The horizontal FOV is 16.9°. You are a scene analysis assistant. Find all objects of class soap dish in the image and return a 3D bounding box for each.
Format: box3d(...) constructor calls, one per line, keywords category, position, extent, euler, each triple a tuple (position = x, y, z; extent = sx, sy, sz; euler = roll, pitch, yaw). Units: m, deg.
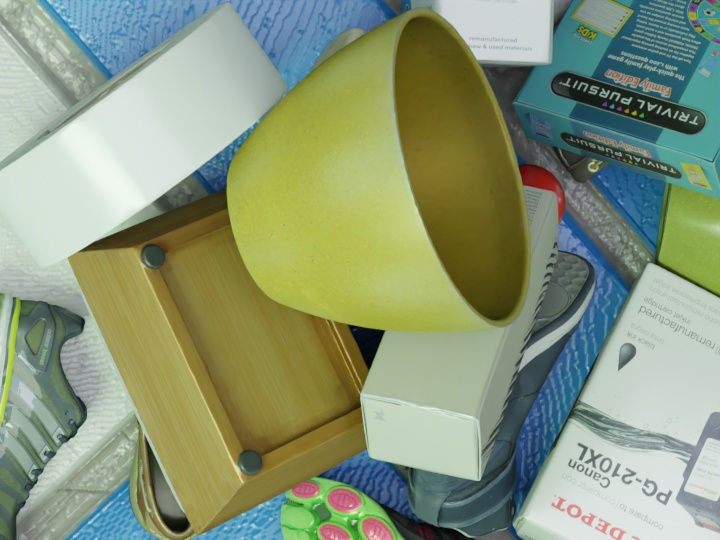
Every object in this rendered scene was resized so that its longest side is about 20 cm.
box3d(category="soap dish", position=(-0.080, 0.049, 1.577), extent=(0.157, 0.081, 0.201), euler=(-23, 87, -36))

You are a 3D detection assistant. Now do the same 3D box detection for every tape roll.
box3d(category="tape roll", position=(-0.146, -0.087, 1.554), extent=(0.202, 0.202, 0.071), euler=(-37, 100, -5))

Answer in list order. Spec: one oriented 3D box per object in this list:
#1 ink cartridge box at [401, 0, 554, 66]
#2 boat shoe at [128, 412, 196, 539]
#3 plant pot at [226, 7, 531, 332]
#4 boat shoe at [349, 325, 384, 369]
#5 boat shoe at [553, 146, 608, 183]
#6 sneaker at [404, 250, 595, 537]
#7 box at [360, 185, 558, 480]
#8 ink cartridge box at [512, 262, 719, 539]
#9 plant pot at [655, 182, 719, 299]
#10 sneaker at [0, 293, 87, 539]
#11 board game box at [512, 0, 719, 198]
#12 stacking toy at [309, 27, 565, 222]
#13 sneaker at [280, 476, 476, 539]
box3d(category="ink cartridge box", position=(0.079, -0.237, 1.608), extent=(0.085, 0.146, 0.202), euler=(0, 93, -8))
box3d(category="boat shoe", position=(-0.119, 0.087, 1.633), extent=(0.075, 0.074, 0.202), euler=(-2, 94, -10))
box3d(category="plant pot", position=(0.002, -0.047, 1.496), extent=(0.141, 0.200, 0.201), euler=(-15, 97, 23))
box3d(category="boat shoe", position=(0.000, 0.000, 1.645), extent=(0.072, 0.072, 0.201), euler=(-22, 117, -13))
box3d(category="boat shoe", position=(0.221, -0.131, 1.680), extent=(0.201, 0.072, 0.061), euler=(-29, 100, -1))
box3d(category="sneaker", position=(0.095, 0.090, 1.666), extent=(0.077, 0.147, 0.202), euler=(24, 53, 28))
box3d(category="box", position=(0.067, 0.033, 1.570), extent=(0.082, 0.069, 0.201), euler=(12, 51, 15))
box3d(category="ink cartridge box", position=(0.213, 0.120, 1.659), extent=(0.144, 0.084, 0.201), euler=(27, 80, 4))
box3d(category="plant pot", position=(0.308, -0.033, 1.662), extent=(0.199, 0.187, 0.189), euler=(9, 92, 5))
box3d(category="sneaker", position=(-0.225, 0.114, 1.619), extent=(0.080, 0.074, 0.202), euler=(4, 95, -13))
box3d(category="board game box", position=(0.215, -0.159, 1.619), extent=(0.150, 0.047, 0.201), euler=(20, 68, 28))
box3d(category="stacking toy", position=(0.053, -0.080, 1.653), extent=(0.199, 0.085, 0.086), euler=(32, 88, -15))
box3d(category="sneaker", position=(0.034, 0.205, 1.669), extent=(0.199, 0.084, 0.077), euler=(27, 90, 7))
